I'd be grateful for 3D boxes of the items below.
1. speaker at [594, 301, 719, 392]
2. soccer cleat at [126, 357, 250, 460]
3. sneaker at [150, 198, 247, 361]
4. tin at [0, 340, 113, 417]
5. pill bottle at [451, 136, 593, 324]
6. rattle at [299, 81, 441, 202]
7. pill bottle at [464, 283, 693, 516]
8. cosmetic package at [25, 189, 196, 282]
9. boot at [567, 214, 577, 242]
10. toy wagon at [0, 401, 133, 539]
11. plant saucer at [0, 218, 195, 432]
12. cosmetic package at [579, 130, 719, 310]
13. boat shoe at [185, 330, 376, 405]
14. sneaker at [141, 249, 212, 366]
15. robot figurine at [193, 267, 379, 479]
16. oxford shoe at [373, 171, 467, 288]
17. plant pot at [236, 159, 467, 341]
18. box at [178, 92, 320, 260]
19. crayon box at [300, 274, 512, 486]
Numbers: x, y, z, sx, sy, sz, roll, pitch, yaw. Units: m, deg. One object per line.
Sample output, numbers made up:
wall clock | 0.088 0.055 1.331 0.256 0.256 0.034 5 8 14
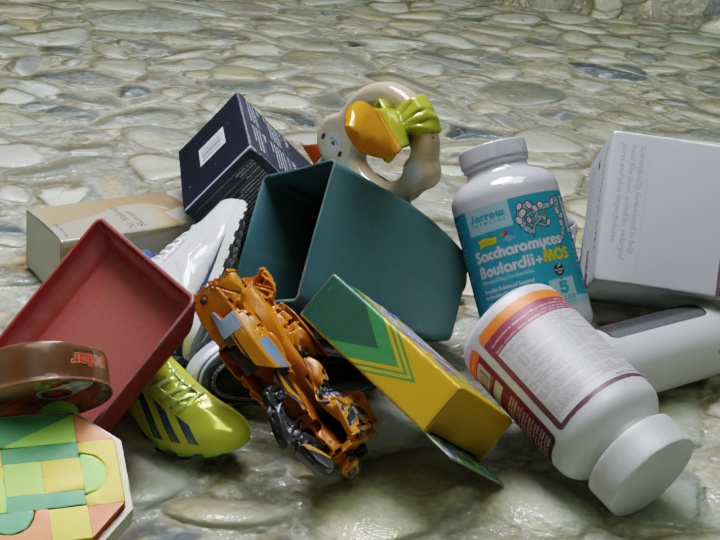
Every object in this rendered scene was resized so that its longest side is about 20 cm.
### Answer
speaker | 0.281 0.087 1.320 0.199 0.082 0.081 -11 28 -33
soccer cleat | -0.176 0.102 1.159 0.200 0.084 0.065 23 33 37
sneaker | -0.166 -0.004 1.280 0.080 0.077 0.200 14 45 7
tin | -0.289 0.101 1.050 0.199 0.042 0.112 -21 -18 26
pill bottle | 0.155 -0.028 1.308 0.110 0.201 0.111 -15 -6 -1
rattle | -0.027 -0.115 1.315 0.199 0.131 0.143 3 27 40
pill bottle | 0.190 0.112 1.153 0.109 0.110 0.200 -12 47 -37
cosmetic package | -0.264 -0.033 1.477 0.199 0.071 0.105 -11 29 -35
boot | 0.212 -0.006 1.500 0.073 0.096 0.200 7 23 2
toy wagon | -0.271 0.169 0.967 0.199 0.040 0.156 -3 47 -20
plant saucer | -0.241 0.071 1.148 0.037 0.200 0.200 42 -6 -41
cosmetic package | 0.335 -0.046 1.448 0.164 0.166 0.200 8 -7 4
boat shoe | -0.065 0.092 1.230 0.199 0.072 0.071 -8 22 -34
sneaker | -0.217 0.029 1.323 0.200 0.088 0.075 26 28 36
robot figurine | -0.058 0.089 1.126 0.200 0.058 0.145 51 16 10
oxford shoe | 0.034 -0.038 1.470 0.071 0.200 0.071 -49 30 -14
plant pot | 0.000 0.000 1.316 0.200 0.142 0.141 23 -16 -29
box | -0.102 -0.077 1.466 0.182 0.104 0.200 42 11 -22
crayon box | 0.051 0.095 1.145 0.200 0.052 0.126 42 3 33
